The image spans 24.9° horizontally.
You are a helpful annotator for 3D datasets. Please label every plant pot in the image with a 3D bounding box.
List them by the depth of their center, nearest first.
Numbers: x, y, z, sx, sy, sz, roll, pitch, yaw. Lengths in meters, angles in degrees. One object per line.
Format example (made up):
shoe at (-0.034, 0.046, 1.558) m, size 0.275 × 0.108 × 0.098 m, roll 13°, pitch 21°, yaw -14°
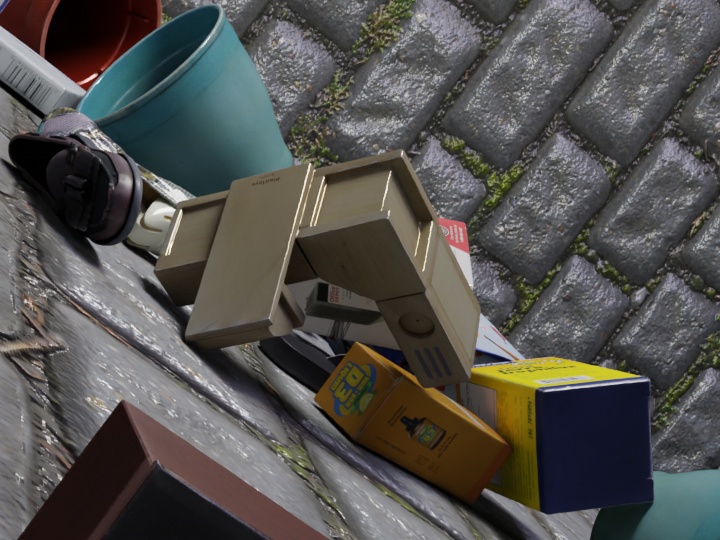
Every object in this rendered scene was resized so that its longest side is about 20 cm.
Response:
plant pot at (0.310, 0.264, 1.440) m, size 0.199 × 0.201 × 0.187 m, roll 36°, pitch -11°, yaw -30°
plant pot at (-0.180, -0.156, 1.798) m, size 0.189 × 0.199 × 0.200 m, roll 53°, pitch -4°, yaw -25°
plant pot at (-0.395, -0.336, 2.107) m, size 0.194 × 0.202 × 0.200 m, roll 30°, pitch -2°, yaw 33°

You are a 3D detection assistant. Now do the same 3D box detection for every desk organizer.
desk organizer at (-0.017, 0.131, 0.541) m, size 0.199 × 0.072 × 0.077 m, roll 37°, pitch 0°, yaw -21°

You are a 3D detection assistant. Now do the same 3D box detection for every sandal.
sandal at (-0.005, 0.099, 1.437) m, size 0.200 × 0.043 × 0.076 m, roll 36°, pitch 4°, yaw -41°

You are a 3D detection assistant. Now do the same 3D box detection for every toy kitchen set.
toy kitchen set at (-0.037, 0.042, 1.245) m, size 0.164 × 0.198 × 0.181 m, roll -76°, pitch 147°, yaw -44°

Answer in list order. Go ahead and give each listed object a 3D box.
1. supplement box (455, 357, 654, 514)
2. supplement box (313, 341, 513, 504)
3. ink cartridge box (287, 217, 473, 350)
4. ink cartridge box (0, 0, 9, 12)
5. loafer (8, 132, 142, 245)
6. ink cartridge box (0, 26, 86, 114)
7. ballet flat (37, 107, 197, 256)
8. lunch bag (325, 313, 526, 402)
supplement box at (0.173, 0.146, 1.486) m, size 0.108 × 0.110 × 0.200 m, roll -4°, pitch 4°, yaw -19°
supplement box at (0.048, 0.131, 1.377) m, size 0.069 × 0.067 × 0.200 m, roll 40°, pitch 3°, yaw 39°
ink cartridge box at (0.000, 0.000, 1.552) m, size 0.198 × 0.084 × 0.147 m, roll 11°, pitch 26°, yaw -5°
ink cartridge box at (-0.429, -0.279, 1.517) m, size 0.200 × 0.100 × 0.039 m, roll 37°, pitch 1°, yaw -41°
loafer at (-0.223, -0.068, 1.250) m, size 0.062 × 0.073 × 0.200 m, roll 14°, pitch 8°, yaw -27°
ink cartridge box at (-0.403, -0.243, 1.851) m, size 0.196 × 0.043 × 0.200 m, roll 37°, pitch 1°, yaw -1°
ballet flat at (-0.199, -0.056, 1.393) m, size 0.200 × 0.072 × 0.072 m, roll 38°, pitch 3°, yaw -12°
lunch bag at (0.052, 0.077, 1.660) m, size 0.199 × 0.124 × 0.170 m, roll 25°, pitch 13°, yaw -47°
